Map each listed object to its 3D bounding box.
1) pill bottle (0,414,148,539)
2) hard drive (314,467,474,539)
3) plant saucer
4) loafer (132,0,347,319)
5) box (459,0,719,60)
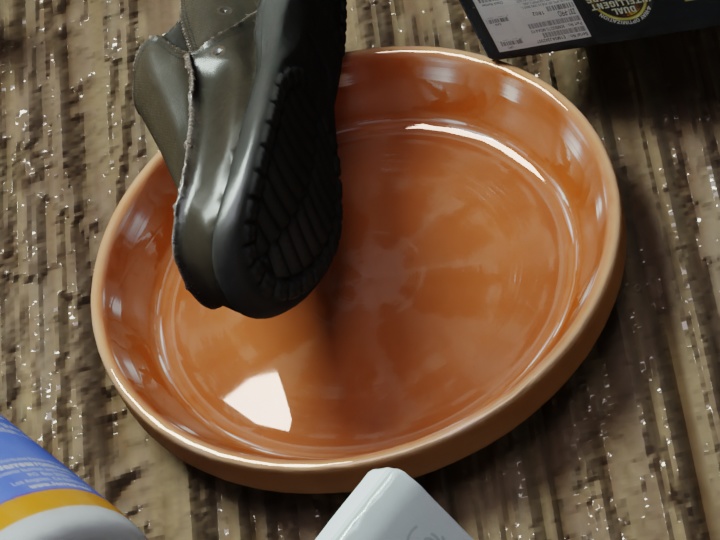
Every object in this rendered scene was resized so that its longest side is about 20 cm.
[{"bbox_3d":[-0.169,0.086,1.020,0.112,0.112,0.200,-43,51,-18],"label":"pill bottle"},{"bbox_3d":[-0.007,0.177,0.888,0.200,0.132,0.026,-50,15,-23],"label":"hard drive"},{"bbox_3d":[0.000,0.000,1.092,0.200,0.032,0.201,-9,50,11],"label":"plant saucer"},{"bbox_3d":[-0.048,-0.055,1.094,0.071,0.073,0.200,-11,40,16],"label":"loafer"},{"bbox_3d":[0.150,-0.154,1.108,0.200,0.049,0.161,-8,37,34],"label":"box"}]
